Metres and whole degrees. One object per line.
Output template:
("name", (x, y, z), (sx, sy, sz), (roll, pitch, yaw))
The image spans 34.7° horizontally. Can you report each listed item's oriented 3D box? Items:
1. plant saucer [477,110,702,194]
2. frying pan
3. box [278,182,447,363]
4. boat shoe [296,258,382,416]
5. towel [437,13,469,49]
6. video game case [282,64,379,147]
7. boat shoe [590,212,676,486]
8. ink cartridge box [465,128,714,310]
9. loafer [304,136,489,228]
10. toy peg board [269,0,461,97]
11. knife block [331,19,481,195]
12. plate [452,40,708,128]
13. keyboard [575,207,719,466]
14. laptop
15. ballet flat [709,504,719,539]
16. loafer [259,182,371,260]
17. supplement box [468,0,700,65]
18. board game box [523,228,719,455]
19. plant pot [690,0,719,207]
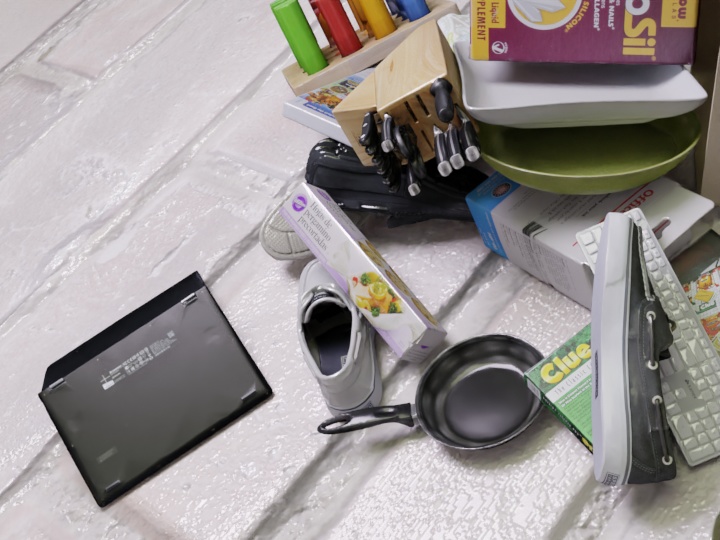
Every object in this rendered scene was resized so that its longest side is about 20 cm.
("plant saucer", (0.193, -0.113, 1.003), (0.199, 0.031, 0.200), (-5, 31, 3))
("frying pan", (0.068, 0.120, 0.936), (0.189, 0.031, 0.115), (-32, 42, -3))
("box", (0.000, 0.000, 1.040), (0.039, 0.041, 0.200), (-48, 59, 14))
("boat shoe", (-0.024, 0.043, 1.044), (0.073, 0.066, 0.200), (-25, 40, 3))
("towel", (0.174, -0.189, 1.150), (0.199, 0.048, 0.172), (2, 47, 1))
("video game case", (0.037, -0.166, 1.176), (0.143, 0.018, 0.200), (27, 35, 26))
("boat shoe", (0.200, 0.057, 0.842), (0.056, 0.069, 0.201), (3, 76, 3))
("ink cartridge box", (0.201, -0.039, 1.002), (0.116, 0.068, 0.200), (-38, 40, -13))
("loafer", (0.044, -0.075, 1.114), (0.199, 0.071, 0.068), (13, 31, 6))
("toy peg board", (-0.011, -0.292, 1.315), (0.198, 0.098, 0.200), (-28, 18, 1))
("knife block", (0.069, -0.146, 1.002), (0.175, 0.064, 0.200), (4, 44, 51))
("plate", (0.185, -0.167, 1.023), (0.199, 0.033, 0.200), (-2, 26, 2))
("keyboard", (0.229, 0.046, 0.873), (0.056, 0.011, 0.201), (-20, 66, -4))
("laptop", (-0.203, 0.105, 1.124), (0.187, 0.116, 0.200), (-33, 69, -6))
("ballet flat", (0.277, 0.146, 0.768), (0.072, 0.072, 0.201), (11, 52, 37))
("loafer", (-0.015, -0.071, 1.176), (0.200, 0.063, 0.072), (-37, 83, -10))
("supplement box", (0.200, -0.258, 1.024), (0.199, 0.132, 0.103), (3, 27, 14))
("board game box", (0.236, 0.059, 0.895), (0.200, 0.024, 0.105), (-35, 59, -10))
("plant pot", (0.380, -0.188, 0.974), (0.176, 0.201, 0.200), (2, 46, 11))
